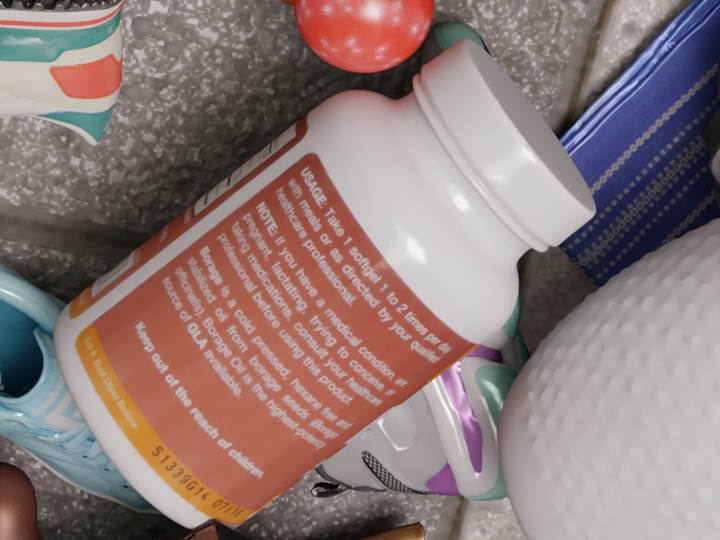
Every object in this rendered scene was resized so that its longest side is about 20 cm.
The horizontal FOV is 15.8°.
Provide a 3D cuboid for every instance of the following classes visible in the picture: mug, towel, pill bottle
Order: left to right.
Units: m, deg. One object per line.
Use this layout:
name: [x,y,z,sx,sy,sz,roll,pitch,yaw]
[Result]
pill bottle: [-0.012,0.004,1.007,0.200,0.112,0.112,-37,108,13]
towel: [0.179,-0.019,1.145,0.145,0.024,0.200,-44,107,4]
mug: [0.161,0.078,1.012,0.175,0.148,0.201,-25,101,29]

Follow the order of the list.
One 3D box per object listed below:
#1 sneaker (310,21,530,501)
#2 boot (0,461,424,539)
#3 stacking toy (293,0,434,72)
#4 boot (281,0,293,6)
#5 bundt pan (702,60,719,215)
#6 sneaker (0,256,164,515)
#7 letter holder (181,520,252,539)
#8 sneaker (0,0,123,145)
sneaker: [0.000,0.000,1.093,0.139,0.078,0.202,-4,89,7]
boot: [-0.066,0.143,1.107,0.199,0.069,0.189,-11,118,-7]
stacking toy: [0.009,-0.175,1.002,0.085,0.085,0.201,11,76,-13]
boot: [-0.087,-0.165,1.043,0.107,0.075,0.200,-39,108,16]
bundt pan: [0.234,-0.061,1.092,0.200,0.076,0.203,-3,109,-9]
sneaker: [-0.125,0.053,1.080,0.199,0.082,0.074,31,99,-17]
letter holder: [-0.040,0.206,1.057,0.142,0.101,0.200,-35,141,20]
sneaker: [-0.190,-0.085,1.039,0.198,0.071,0.094,2,128,0]
